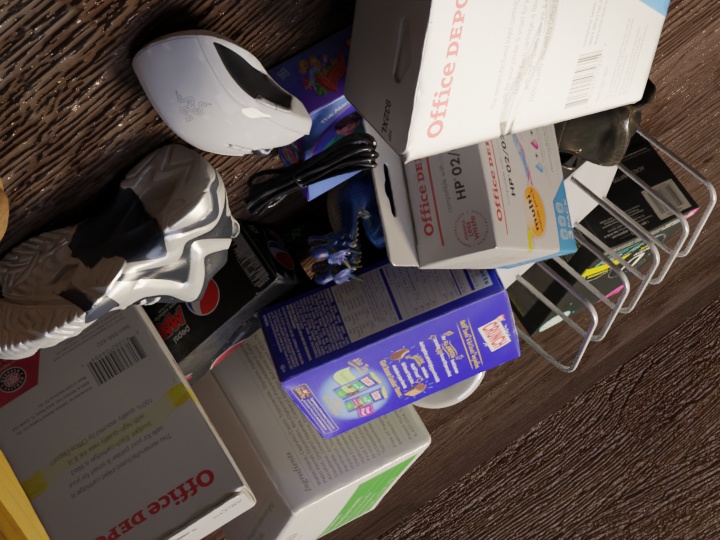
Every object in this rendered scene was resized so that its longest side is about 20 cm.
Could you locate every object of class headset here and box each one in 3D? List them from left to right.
[{"bbox_3d":[0.000,0.000,1.171,0.200,0.094,0.123,24,131,-34],"label":"headset"}]

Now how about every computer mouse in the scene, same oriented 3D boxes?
[{"bbox_3d":[-0.073,-0.088,0.811,0.109,0.044,0.200,-15,156,25],"label":"computer mouse"}]

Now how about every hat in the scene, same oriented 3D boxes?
[{"bbox_3d":[0.206,-0.138,1.102,0.201,0.081,0.201,-51,163,-23],"label":"hat"}]

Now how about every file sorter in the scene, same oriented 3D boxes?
[{"bbox_3d":[0.225,-0.024,1.217,0.200,0.124,0.139,-41,160,-24],"label":"file sorter"}]

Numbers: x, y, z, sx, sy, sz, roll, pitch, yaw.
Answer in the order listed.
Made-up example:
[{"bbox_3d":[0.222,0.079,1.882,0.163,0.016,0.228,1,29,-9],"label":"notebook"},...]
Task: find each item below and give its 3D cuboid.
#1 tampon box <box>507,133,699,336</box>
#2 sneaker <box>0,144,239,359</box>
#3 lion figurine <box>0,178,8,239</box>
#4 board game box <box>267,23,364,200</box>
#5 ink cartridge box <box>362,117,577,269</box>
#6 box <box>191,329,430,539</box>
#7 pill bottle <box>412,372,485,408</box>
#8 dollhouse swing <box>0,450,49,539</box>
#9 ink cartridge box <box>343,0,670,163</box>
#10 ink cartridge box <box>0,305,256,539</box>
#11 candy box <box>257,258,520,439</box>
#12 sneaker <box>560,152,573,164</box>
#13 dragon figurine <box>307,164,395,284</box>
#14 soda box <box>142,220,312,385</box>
[{"bbox_3d":[0.250,-0.044,1.441,0.150,0.126,0.200,-23,160,-29],"label":"tampon box"},{"bbox_3d":[-0.168,0.006,0.908,0.199,0.079,0.130,-44,154,-3],"label":"sneaker"},{"bbox_3d":[-0.254,-0.003,0.757,0.200,0.073,0.122,-46,166,23],"label":"lion figurine"},{"bbox_3d":[0.032,-0.143,0.932,0.200,0.045,0.135,-31,162,-11],"label":"board game box"},{"bbox_3d":[0.086,-0.063,0.946,0.068,0.115,0.200,-14,173,30],"label":"ink cartridge box"},{"bbox_3d":[-0.070,0.161,1.290,0.171,0.200,0.199,-22,160,-28],"label":"box"},{"bbox_3d":[0.080,0.061,1.354,0.112,0.112,0.200,-38,-172,13],"label":"pill bottle"},{"bbox_3d":[-0.382,0.252,1.055,0.200,0.182,0.176,-34,-177,2],"label":"dollhouse swing"},{"bbox_3d":[0.099,-0.169,0.821,0.200,0.084,0.145,-17,136,-27],"label":"ink cartridge box"},{"bbox_3d":[-0.194,0.132,0.995,0.145,0.200,0.083,-31,162,-7],"label":"ink cartridge box"},{"bbox_3d":[0.031,0.057,1.108,0.200,0.077,0.169,-22,154,2],"label":"candy box"},{"bbox_3d":[0.144,-0.055,1.249,0.200,0.073,0.082,-36,142,-18],"label":"sneaker"},{"bbox_3d":[0.024,-0.057,1.052,0.200,0.100,0.059,-23,160,-30],"label":"dragon figurine"},{"bbox_3d":[-0.141,0.045,1.088,0.200,0.063,0.071,-39,162,18],"label":"soda box"}]
